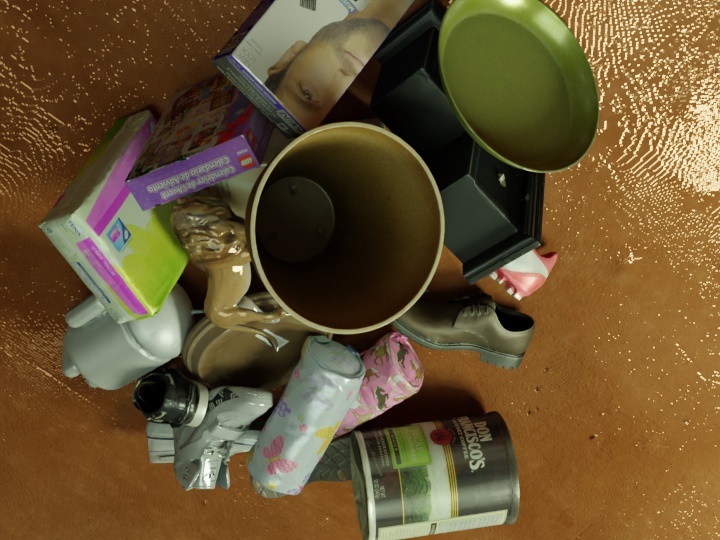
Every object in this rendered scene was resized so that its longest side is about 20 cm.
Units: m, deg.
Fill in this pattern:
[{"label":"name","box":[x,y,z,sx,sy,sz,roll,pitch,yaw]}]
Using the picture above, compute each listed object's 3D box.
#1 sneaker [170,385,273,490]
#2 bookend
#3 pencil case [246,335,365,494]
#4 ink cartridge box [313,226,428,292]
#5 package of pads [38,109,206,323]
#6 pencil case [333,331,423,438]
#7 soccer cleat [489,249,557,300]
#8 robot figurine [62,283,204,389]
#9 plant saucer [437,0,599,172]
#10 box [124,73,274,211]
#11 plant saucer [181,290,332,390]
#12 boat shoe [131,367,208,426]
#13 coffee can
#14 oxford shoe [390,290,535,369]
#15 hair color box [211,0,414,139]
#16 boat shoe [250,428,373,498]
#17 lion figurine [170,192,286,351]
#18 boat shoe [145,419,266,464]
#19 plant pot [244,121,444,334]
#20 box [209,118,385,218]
[{"label":"sneaker","box":[-0.177,0.216,1.285,0.074,0.117,0.199,11,157,-41]},{"label":"bookend","box":[0.093,-0.132,1.020,0.092,0.200,0.200,-31,118,34]},{"label":"pencil case","box":[-0.071,0.181,1.258,0.090,0.083,0.202,35,111,21]},{"label":"ink cartridge box","box":[0.000,0.000,1.190,0.102,0.060,0.200,-19,165,18]},{"label":"package of pads","box":[-0.246,-0.058,1.112,0.067,0.201,0.155,-13,126,29]},{"label":"pencil case","box":[-0.010,0.156,1.317,0.198,0.083,0.087,-30,105,25]},{"label":"soccer cleat","box":[0.147,-0.051,1.173,0.200,0.067,0.077,44,88,-17]},{"label":"robot figurine","box":[-0.289,0.075,1.268,0.198,0.114,0.169,-28,145,23]},{"label":"plant saucer","box":[0.152,-0.186,0.998,0.199,0.202,0.031,33,150,-18]},{"label":"box","box":[-0.151,-0.148,1.037,0.135,0.201,0.039,-19,121,19]},{"label":"plant saucer","box":[-0.125,0.097,1.267,0.197,0.030,0.201,-14,144,-10]},{"label":"boat shoe","box":[-0.261,0.161,1.300,0.060,0.199,0.075,20,83,-30]},{"label":"coffee can","box":[0.094,0.272,1.323,0.196,0.147,0.148,-6,127,-8]},{"label":"oxford shoe","box":[0.124,0.055,1.242,0.197,0.073,0.085,12,125,-19]},{"label":"hair color box","box":[-0.038,-0.239,0.971,0.109,0.065,0.201,42,76,-23]},{"label":"boat shoe","box":[-0.061,0.251,1.401,0.197,0.073,0.076,-10,119,-13]},{"label":"lion figurine","box":[-0.146,0.008,1.125,0.120,0.073,0.203,-5,117,-11]},{"label":"boat shoe","box":[-0.203,0.243,1.400,0.197,0.073,0.068,1,93,18]},{"label":"plant pot","box":[-0.039,-0.047,0.993,0.183,0.200,0.190,-2,96,-18]},{"label":"box","box":[-0.065,-0.106,1.135,0.196,0.078,0.096,-5,127,10]}]
